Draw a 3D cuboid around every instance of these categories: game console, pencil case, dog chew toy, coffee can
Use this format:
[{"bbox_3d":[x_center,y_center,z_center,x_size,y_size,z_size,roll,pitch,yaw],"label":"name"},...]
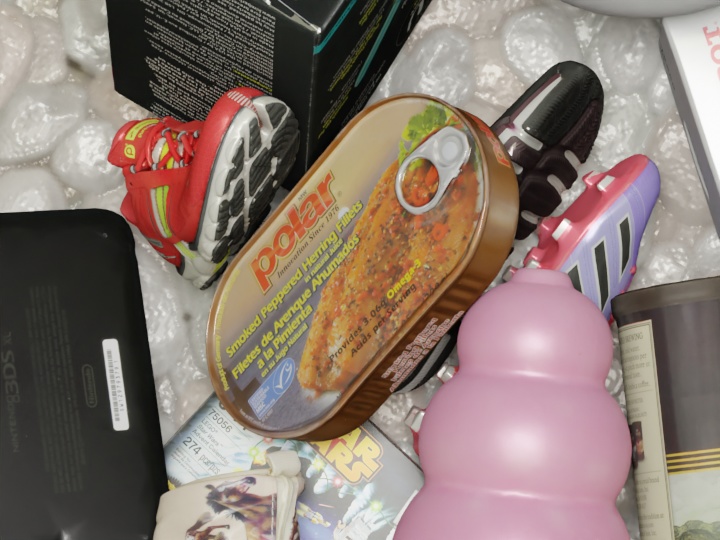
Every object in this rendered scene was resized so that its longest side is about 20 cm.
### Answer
[{"bbox_3d":[-0.204,0.081,1.515,0.175,0.116,0.201,-3,73,-20],"label":"game console"},{"bbox_3d":[-0.056,0.194,1.427,0.089,0.078,0.201,-15,71,30],"label":"pencil case"},{"bbox_3d":[0.080,0.100,1.417,0.124,0.125,0.201,5,86,6],"label":"dog chew toy"},{"bbox_3d":[0.208,0.105,1.434,0.145,0.146,0.201,-6,85,5],"label":"coffee can"}]

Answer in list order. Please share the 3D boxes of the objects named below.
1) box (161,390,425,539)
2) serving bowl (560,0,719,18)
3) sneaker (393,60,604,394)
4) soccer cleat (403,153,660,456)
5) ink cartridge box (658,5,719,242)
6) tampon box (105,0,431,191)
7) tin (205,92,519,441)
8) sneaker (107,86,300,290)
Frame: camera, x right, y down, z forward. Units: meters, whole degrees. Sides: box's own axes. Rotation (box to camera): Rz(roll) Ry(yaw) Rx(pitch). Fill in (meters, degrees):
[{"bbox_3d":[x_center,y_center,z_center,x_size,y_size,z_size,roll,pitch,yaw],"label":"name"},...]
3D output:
[{"bbox_3d":[-0.020,0.148,1.505,0.200,0.040,0.137,42,89,8],"label":"box"},{"bbox_3d":[0.160,-0.198,1.478,0.199,0.066,0.201,-11,46,11],"label":"serving bowl"},{"bbox_3d":[0.031,-0.044,1.491,0.115,0.076,0.200,36,89,31],"label":"sneaker"},{"bbox_3d":[0.103,0.031,1.497,0.076,0.067,0.200,37,89,-8],"label":"soccer cleat"},{"bbox_3d":[0.269,-0.090,1.477,0.199,0.084,0.146,-18,83,4],"label":"ink cartridge box"},{"bbox_3d":[-0.040,-0.160,1.439,0.126,0.200,0.150,30,70,8],"label":"tampon box"},{"bbox_3d":[0.000,0.000,1.440,0.200,0.042,0.112,-48,59,21],"label":"tin"},{"bbox_3d":[-0.089,-0.048,1.449,0.085,0.200,0.077,37,69,1],"label":"sneaker"}]
